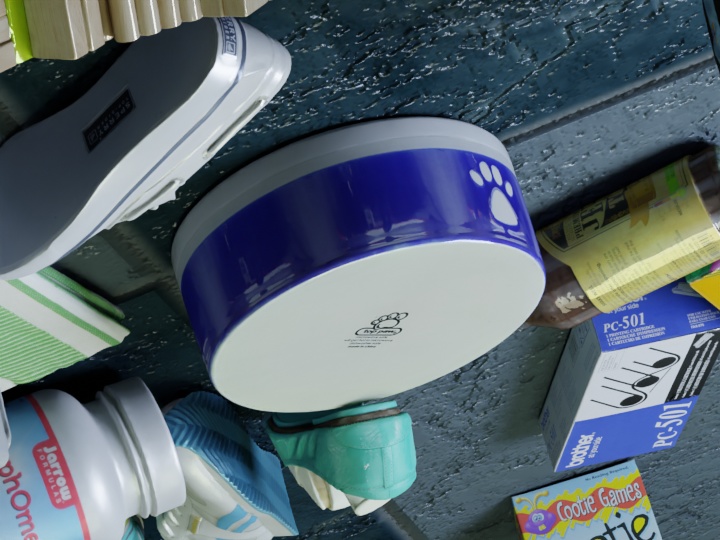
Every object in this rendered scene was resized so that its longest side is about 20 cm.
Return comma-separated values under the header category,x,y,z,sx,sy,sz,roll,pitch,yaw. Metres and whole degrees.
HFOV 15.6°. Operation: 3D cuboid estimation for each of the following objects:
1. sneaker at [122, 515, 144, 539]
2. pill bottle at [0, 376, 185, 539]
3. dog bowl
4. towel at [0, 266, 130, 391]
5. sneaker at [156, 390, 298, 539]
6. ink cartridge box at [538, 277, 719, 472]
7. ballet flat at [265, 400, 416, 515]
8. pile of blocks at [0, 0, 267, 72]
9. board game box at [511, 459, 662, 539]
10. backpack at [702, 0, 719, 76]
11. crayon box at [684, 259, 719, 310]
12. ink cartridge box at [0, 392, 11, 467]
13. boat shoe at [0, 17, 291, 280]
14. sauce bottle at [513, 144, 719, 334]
category,x,y,z,sx,sy,sz,roll,pitch,yaw
sneaker,-0.176,0.172,1.699,0.077,0.080,0.200,-21,155,7
pill bottle,-0.210,0.136,1.553,0.199,0.109,0.109,-21,157,-15
dog bowl,0.000,0.000,1.463,0.199,0.079,0.200,-15,156,-7
towel,-0.247,0.046,1.460,0.199,0.023,0.152,-24,154,15
sneaker,-0.100,0.140,1.692,0.080,0.077,0.200,-19,154,6
ink cartridge box,0.184,0.071,1.779,0.094,0.044,0.200,-11,155,-11
ballet flat,-0.014,0.115,1.611,0.067,0.071,0.200,-9,-179,-15
pile of blocks,-0.128,-0.132,1.144,0.199,0.082,0.062,-17,114,-24
board game box,0.193,0.264,1.999,0.104,0.201,0.103,-17,155,0
backpack,0.236,-0.109,1.204,0.134,0.201,0.183,-17,-168,-6
crayon box,0.279,-0.014,1.650,0.118,0.058,0.200,-27,154,18
ink cartridge box,-0.271,0.027,1.250,0.083,0.146,0.200,-28,154,22
boat shoe,-0.113,-0.053,1.282,0.200,0.074,0.065,-34,147,32
sauce bottle,0.140,-0.006,1.565,0.199,0.065,0.065,-27,154,17
